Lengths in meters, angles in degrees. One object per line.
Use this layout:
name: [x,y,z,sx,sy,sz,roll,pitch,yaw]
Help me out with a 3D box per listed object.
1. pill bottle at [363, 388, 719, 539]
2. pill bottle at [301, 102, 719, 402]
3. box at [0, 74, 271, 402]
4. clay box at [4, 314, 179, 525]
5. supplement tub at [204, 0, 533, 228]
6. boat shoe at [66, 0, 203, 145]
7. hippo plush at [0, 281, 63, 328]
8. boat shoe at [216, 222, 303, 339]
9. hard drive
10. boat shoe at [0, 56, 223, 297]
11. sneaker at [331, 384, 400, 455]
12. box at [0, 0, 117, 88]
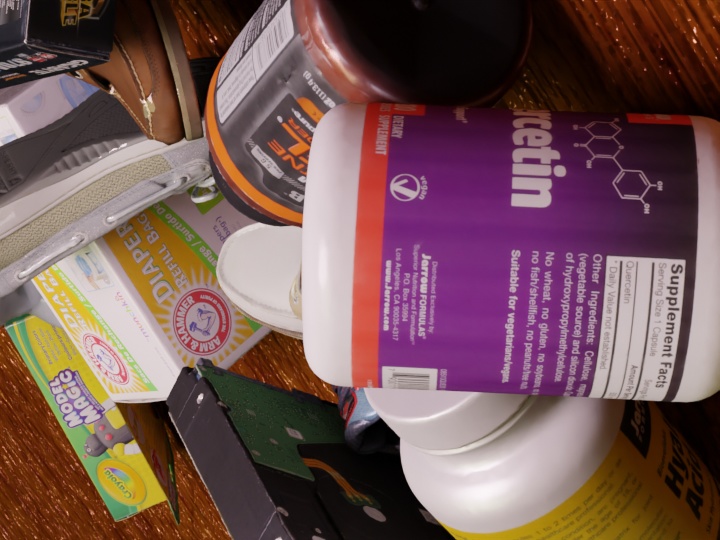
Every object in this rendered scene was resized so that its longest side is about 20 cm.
pill bottle: [0.087,0.090,0.854,0.111,0.111,0.200,15,155,48]
pill bottle: [0.079,-0.007,0.725,0.200,0.113,0.113,2,140,2]
box: [-0.136,-0.033,1.086,0.101,0.112,0.200,-9,118,54]
clay box: [-0.189,0.088,1.329,0.115,0.048,0.200,-107,-6,-64]
supplement tub: [-0.008,-0.083,0.847,0.107,0.107,0.200,50,153,0]
boat shoe: [-0.133,-0.121,0.941,0.200,0.068,0.072,-122,21,-49]
hippo plush: [-0.207,-0.022,1.165,0.200,0.161,0.159,-119,40,-48]
boat shoe: [0.000,0.000,0.936,0.200,0.075,0.068,5,168,36]
hard drive: [-0.011,0.121,0.940,0.140,0.038,0.200,21,-164,-29]
boat shoe: [-0.129,-0.050,0.980,0.074,0.202,0.065,53,169,53]
sneaker: [0.015,0.049,0.982,0.200,0.096,0.079,33,147,30]
box: [-0.163,-0.192,0.885,0.159,0.046,0.200,-2,82,56]
